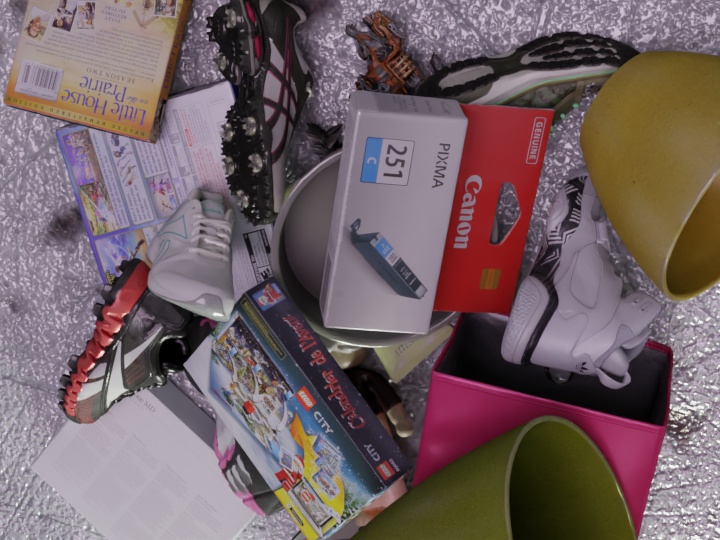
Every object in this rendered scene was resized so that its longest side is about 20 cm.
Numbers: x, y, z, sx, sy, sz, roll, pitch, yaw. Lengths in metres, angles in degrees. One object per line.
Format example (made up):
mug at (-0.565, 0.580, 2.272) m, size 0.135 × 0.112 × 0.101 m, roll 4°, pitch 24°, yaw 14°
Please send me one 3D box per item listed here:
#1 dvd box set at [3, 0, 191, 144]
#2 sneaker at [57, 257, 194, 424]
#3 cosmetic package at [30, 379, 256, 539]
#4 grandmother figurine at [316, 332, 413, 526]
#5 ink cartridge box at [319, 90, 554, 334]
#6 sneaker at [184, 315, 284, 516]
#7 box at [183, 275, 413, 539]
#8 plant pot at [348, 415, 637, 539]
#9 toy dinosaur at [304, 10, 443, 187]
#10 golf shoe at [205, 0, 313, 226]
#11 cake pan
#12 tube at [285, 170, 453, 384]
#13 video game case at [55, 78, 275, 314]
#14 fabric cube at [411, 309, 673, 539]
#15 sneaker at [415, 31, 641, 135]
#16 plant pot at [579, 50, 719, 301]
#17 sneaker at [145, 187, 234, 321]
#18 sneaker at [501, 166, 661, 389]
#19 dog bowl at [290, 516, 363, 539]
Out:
dvd box set at (-0.227, -0.228, 1.423) m, size 0.145 × 0.029 × 0.202 m, roll 14°, pitch 91°, yaw 10°
sneaker at (-0.209, 0.082, 1.439) m, size 0.097 × 0.071 × 0.201 m, roll 30°, pitch 128°, yaw -2°
cosmetic package at (-0.199, 0.199, 1.544) m, size 0.200 × 0.052 × 0.151 m, roll 42°, pitch 111°, yaw 1°
grandmother figurine at (-0.001, 0.134, 1.476) m, size 0.120 × 0.060 × 0.202 m, roll -8°, pitch 100°, yaw 28°
ink cartridge box at (0.065, -0.043, 1.322) m, size 0.174 × 0.045 × 0.202 m, roll 3°, pitch 118°, yaw -11°
sneaker at (-0.092, 0.125, 1.478) m, size 0.080 × 0.086 × 0.202 m, roll -13°, pitch 99°, yaw 41°
box at (-0.057, 0.123, 1.356) m, size 0.201 × 0.038 × 0.137 m, roll 54°, pitch 138°, yaw 8°
plant pot at (0.084, 0.228, 1.221) m, size 0.199 × 0.187 × 0.189 m, roll -21°, pitch 99°, yaw 34°
toy dinosaur at (0.025, -0.119, 1.389) m, size 0.135 × 0.102 × 0.202 m, roll -21°, pitch 77°, yaw 2°
golf shoe at (-0.076, -0.141, 1.392) m, size 0.077 × 0.087 × 0.202 m, roll 2°, pitch 98°, yaw 56°
cake pan at (0.019, -0.028, 1.368) m, size 0.198 × 0.037 × 0.202 m, roll -5°, pitch 119°, yaw -8°
tube at (0.000, 0.000, 1.443) m, size 0.058 × 0.052 × 0.201 m, roll -35°, pitch 94°, yaw 24°
video game case at (-0.168, -0.060, 1.472) m, size 0.179 × 0.045 × 0.202 m, roll -13°, pitch 100°, yaw 16°
fabric cube at (0.154, 0.167, 1.371) m, size 0.194 × 0.200 × 0.202 m, roll 12°, pitch 109°, yaw 10°
sneaker at (0.150, -0.144, 1.360) m, size 0.198 × 0.077 × 0.089 m, roll -12°, pitch 123°, yaw 5°
plant pot at (0.262, -0.098, 1.294) m, size 0.142 × 0.199 × 0.201 m, roll 41°, pitch 112°, yaw 26°
sneaker at (-0.141, -0.018, 1.356) m, size 0.070 × 0.200 × 0.081 m, roll 23°, pitch 103°, yaw -21°
sneaker at (0.199, 0.009, 1.337) m, size 0.114 × 0.201 × 0.075 m, roll 21°, pitch 149°, yaw 7°
dog bowl at (0.002, 0.335, 1.518) m, size 0.198 × 0.074 × 0.202 m, roll 4°, pitch 106°, yaw 14°
